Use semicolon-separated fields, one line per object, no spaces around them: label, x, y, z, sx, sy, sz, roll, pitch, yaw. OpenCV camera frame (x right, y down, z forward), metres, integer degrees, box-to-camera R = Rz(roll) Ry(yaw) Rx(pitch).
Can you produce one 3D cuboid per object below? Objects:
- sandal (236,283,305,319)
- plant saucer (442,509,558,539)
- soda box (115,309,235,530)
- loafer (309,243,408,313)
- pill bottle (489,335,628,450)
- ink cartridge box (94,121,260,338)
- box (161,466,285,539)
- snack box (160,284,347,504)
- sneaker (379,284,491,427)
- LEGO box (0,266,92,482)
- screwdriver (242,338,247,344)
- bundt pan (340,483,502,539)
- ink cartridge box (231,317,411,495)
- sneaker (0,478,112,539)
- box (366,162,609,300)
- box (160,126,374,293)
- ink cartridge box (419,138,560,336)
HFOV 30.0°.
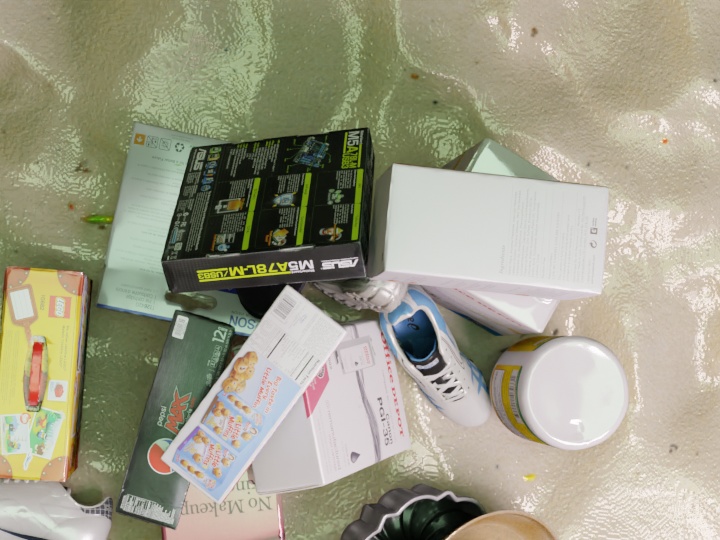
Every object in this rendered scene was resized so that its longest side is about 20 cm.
sandal;-0.067;-0.045;1.382;0.076;0.043;0.201;30;80;13
plant saucer;0.124;0.337;1.389;0.198;0.035;0.203;-8;107;-28
soda box;-0.178;0.142;1.301;0.063;0.071;0.202;17;86;-5
loafer;0.000;0.000;1.382;0.070;0.200;0.070;31;80;-23
pill bottle;0.197;0.125;1.399;0.111;0.200;0.114;0;86;-8
ink cartridge box;-0.165;-0.040;1.424;0.195;0.047;0.203;12;85;-2
box;-0.147;0.221;1.391;0.126;0.109;0.203;-5;87;-8
snack box;-0.098;0.115;1.247;0.072;0.024;0.201;37;92;2
sneaker;0.078;0.100;1.422;0.071;0.073;0.201;-25;119;18
LEGO box;-0.319;0.102;1.354;0.076;0.149;0.203;4;87;-7
screwdriver;-0.099;0.027;1.452;0.029;0.028;0.201;30;84;25
bundt pan;0.050;0.314;1.406;0.200;0.076;0.204;-9;108;-28
ink cartridge box;-0.036;0.131;1.361;0.082;0.199;0.148;-12;88;28
sneaker;-0.356;0.245;1.387;0.198;0.076;0.081;21;73;-11
box;0.113;-0.032;1.232;0.197;0.124;0.099;6;86;-7
box;-0.085;-0.061;1.309;0.191;0.201;0.048;-4;128;6
ink cartridge box;0.136;-0.029;1.399;0.146;0.200;0.146;29;83;-6
